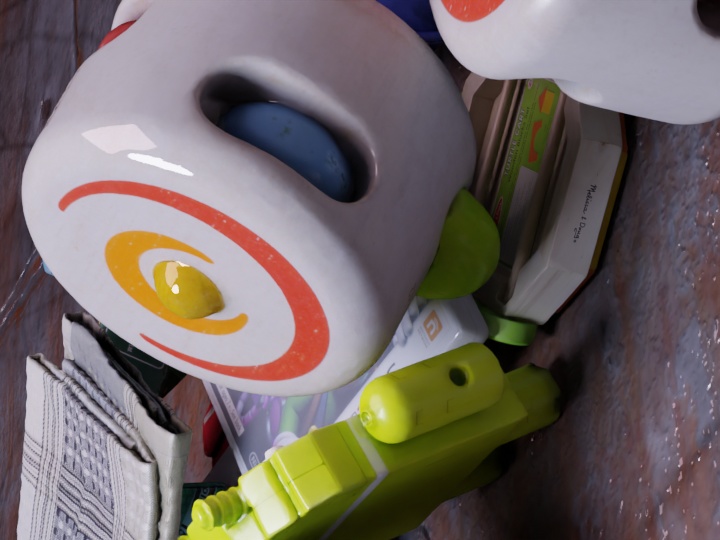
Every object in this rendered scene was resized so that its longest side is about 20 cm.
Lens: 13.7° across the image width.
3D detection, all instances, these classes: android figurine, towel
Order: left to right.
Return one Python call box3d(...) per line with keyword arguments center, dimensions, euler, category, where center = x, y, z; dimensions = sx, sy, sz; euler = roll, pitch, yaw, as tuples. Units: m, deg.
box3d(center=(-0.144, 0.139, 1.595), dimensions=(0.193, 0.034, 0.201), euler=(-139, 55, -61), category="towel")
box3d(center=(-0.004, 0.097, 1.379), dimensions=(0.041, 0.199, 0.182), euler=(61, 144, 16), category="android figurine")

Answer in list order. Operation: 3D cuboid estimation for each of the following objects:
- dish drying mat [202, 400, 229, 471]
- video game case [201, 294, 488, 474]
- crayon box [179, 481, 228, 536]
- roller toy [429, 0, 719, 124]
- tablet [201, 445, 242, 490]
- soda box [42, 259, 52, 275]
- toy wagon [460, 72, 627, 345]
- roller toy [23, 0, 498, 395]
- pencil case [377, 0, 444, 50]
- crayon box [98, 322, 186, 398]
box3d(center=(-0.052, 0.014, 1.667), dimensions=(0.077, 0.018, 0.201), euler=(-100, 26, -67), category="dish drying mat")
box3d(center=(-0.026, 0.012, 1.507), dimensions=(0.182, 0.023, 0.201), euler=(-52, 48, 35), category="video game case")
box3d(center=(-0.111, 0.222, 1.633), dimensions=(0.119, 0.058, 0.201), euler=(155, 113, -65), category="crayon box")
box3d(center=(0.112, -0.164, 1.288), dimensions=(0.200, 0.139, 0.183), euler=(130, 145, -50), category="roller toy")
box3d(center=(-0.062, 0.155, 1.608), dimensions=(0.200, 0.014, 0.131), euler=(127, 137, -54), category="tablet")
box3d(center=(-0.122, -0.081, 1.815), dimensions=(0.064, 0.068, 0.201), euler=(88, -155, -58), category="soda box")
box3d(center=(0.072, -0.055, 1.473), dimensions=(0.200, 0.039, 0.156), euler=(-143, 66, -67), category="toy wagon")
box3d(center=(-0.054, -0.037, 1.349), dimensions=(0.199, 0.183, 0.140), euler=(7, 53, 32), category="roller toy")
box3d(center=(0.023, -0.148, 1.537), dimensions=(0.200, 0.086, 0.079), euler=(175, 89, -84), category="pencil case")
box3d(center=(-0.090, -0.016, 1.760), dimensions=(0.200, 0.051, 0.126), euler=(-50, -18, -67), category="crayon box")
